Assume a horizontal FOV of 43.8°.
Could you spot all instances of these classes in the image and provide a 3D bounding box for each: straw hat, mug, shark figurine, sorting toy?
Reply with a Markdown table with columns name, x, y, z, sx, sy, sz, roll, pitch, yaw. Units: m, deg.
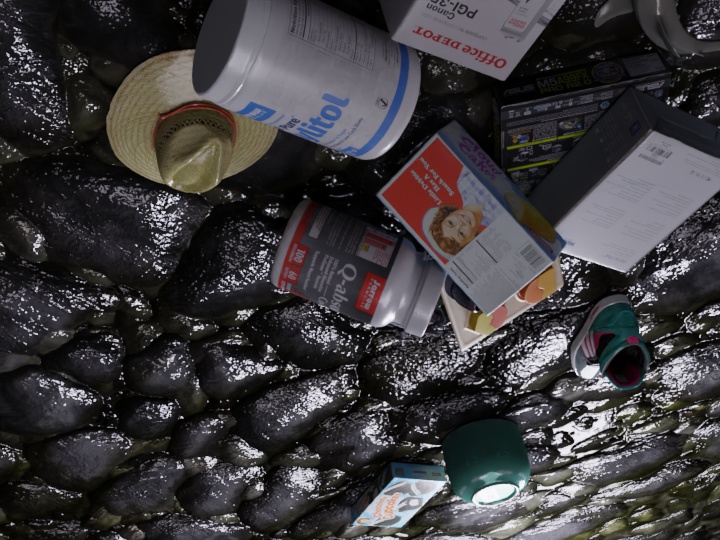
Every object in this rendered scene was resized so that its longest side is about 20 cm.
| name | x | y | z | sx | sy | sz | roll | pitch | yaw |
| --- | --- | --- | --- | --- | --- | --- | --- | --- | --- |
| straw hat | -0.180 | -0.133 | 0.975 | 0.199 | 0.086 | 0.202 | -6 | 140 | -5 |
| mug | 0.247 | 0.363 | 1.648 | 0.184 | 0.115 | 0.152 | 11 | 136 | -25 |
| shark figurine | 0.344 | -0.255 | 0.956 | 0.214 | 0.090 | 0.128 | 25 | 130 | -34 |
| sorting toy | 0.202 | 0.019 | 1.243 | 0.184 | 0.037 | 0.200 | -32 | 142 | -7 |

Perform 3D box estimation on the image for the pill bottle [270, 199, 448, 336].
| name | x | y | z | sx | sy | sz | roll | pitch | yaw |
| --- | --- | --- | --- | --- | --- | --- | --- | --- | --- |
| pill bottle | 0.000 | 0.000 | 1.099 | 0.199 | 0.116 | 0.116 | 22 | 137 | 2 |

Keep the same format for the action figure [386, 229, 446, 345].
| name | x | y | z | sx | sy | sz | roll | pitch | yaw |
| --- | --- | --- | --- | --- | --- | --- | --- | --- | --- |
| action figure | 0.057 | 0.034 | 1.238 | 0.129 | 0.070 | 0.201 | 5 | 133 | 9 |

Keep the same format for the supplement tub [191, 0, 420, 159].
| name | x | y | z | sx | sy | sz | roll | pitch | yaw |
| --- | --- | --- | --- | --- | --- | --- | --- | --- | --- |
| supplement tub | -0.052 | -0.200 | 0.891 | 0.199 | 0.133 | 0.132 | 16 | 134 | -29 |

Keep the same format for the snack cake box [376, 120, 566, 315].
| name | x | y | z | sx | sy | sz | roll | pitch | yaw |
| --- | --- | --- | --- | --- | --- | --- | --- | --- | --- |
| snack cake box | 0.130 | -0.061 | 1.060 | 0.200 | 0.067 | 0.115 | 48 | 125 | 1 |

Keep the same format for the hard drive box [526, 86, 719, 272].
| name | x | y | z | sx | sy | sz | roll | pitch | yaw |
| --- | --- | --- | --- | --- | --- | --- | --- | --- | --- |
| hard drive box | 0.319 | -0.101 | 1.071 | 0.155 | 0.077 | 0.200 | 16 | 134 | -29 |

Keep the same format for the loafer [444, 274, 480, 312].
| name | x | y | z | sx | sy | sz | roll | pitch | yaw |
| --- | --- | --- | --- | --- | --- | --- | --- | --- | --- |
| loafer | 0.206 | -0.006 | 1.157 | 0.199 | 0.063 | 0.072 | -29 | 134 | -10 |

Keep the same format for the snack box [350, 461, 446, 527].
| name | x | y | z | sx | sy | sz | roll | pitch | yaw |
| --- | --- | --- | --- | --- | --- | --- | --- | --- | --- |
| snack box | 0.071 | 0.445 | 1.765 | 0.115 | 0.037 | 0.200 | 10 | 136 | -23 |

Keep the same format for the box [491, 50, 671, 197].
| name | x | y | z | sx | sy | sz | roll | pitch | yaw |
| --- | --- | --- | --- | --- | --- | --- | --- | --- | --- |
| box | 0.259 | -0.168 | 1.071 | 0.198 | 0.045 | 0.161 | -12 | 141 | 1 |

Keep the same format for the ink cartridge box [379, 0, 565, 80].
| name | x | y | z | sx | sy | sz | roll | pitch | yaw |
| --- | --- | --- | --- | --- | --- | --- | --- | --- | --- |
| ink cartridge box | 0.129 | -0.297 | 0.855 | 0.146 | 0.083 | 0.200 | 13 | 135 | -27 |

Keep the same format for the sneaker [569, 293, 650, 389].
| name | x | y | z | sx | sy | sz | roll | pitch | yaw |
| --- | --- | --- | --- | --- | --- | --- | --- | --- | --- |
| sneaker | 0.396 | 0.144 | 1.416 | 0.083 | 0.121 | 0.201 | -5 | 141 | -8 |
